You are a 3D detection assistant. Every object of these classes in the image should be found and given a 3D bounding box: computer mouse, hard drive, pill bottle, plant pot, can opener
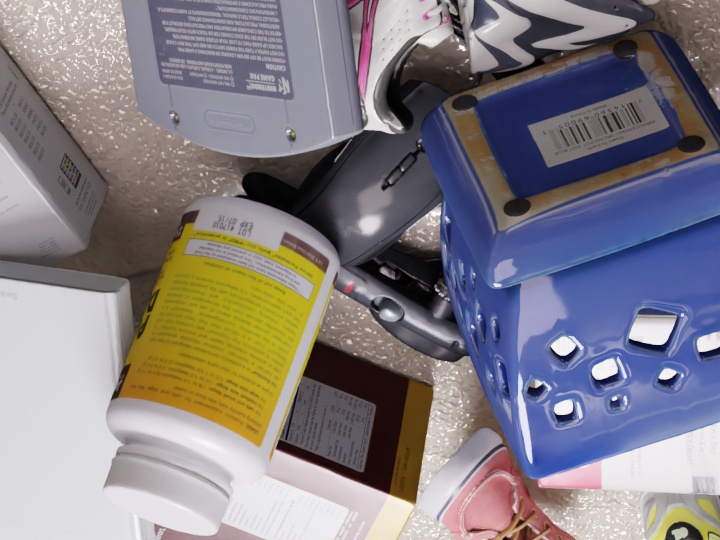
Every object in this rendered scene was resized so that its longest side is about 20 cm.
[{"bbox_3d":[0.016,-0.097,1.682,0.200,0.046,0.140,-39,101,15],"label":"computer mouse"},{"bbox_3d":[-0.203,0.094,1.737,0.132,0.026,0.201,8,117,24],"label":"hard drive"},{"bbox_3d":[-0.093,0.062,1.674,0.109,0.201,0.109,18,162,6],"label":"pill bottle"},{"bbox_3d":[0.150,-0.022,1.614,0.199,0.200,0.180,-19,128,-1],"label":"plant pot"},{"bbox_3d":[0.000,0.000,1.764,0.200,0.063,0.079,31,122,-13],"label":"can opener"}]

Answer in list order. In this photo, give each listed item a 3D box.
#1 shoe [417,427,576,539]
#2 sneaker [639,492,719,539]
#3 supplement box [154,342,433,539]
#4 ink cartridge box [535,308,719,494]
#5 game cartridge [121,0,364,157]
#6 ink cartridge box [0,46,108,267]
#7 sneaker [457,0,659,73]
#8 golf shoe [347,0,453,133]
[{"bbox_3d":[0.099,0.169,1.786,0.091,0.200,0.071,42,85,15],"label":"shoe"},{"bbox_3d":[0.238,0.236,1.876,0.075,0.077,0.200,-14,122,14],"label":"sneaker"},{"bbox_3d":[-0.083,0.154,1.834,0.199,0.133,0.198,22,124,-7],"label":"supplement box"},{"bbox_3d":[0.218,0.071,1.767,0.199,0.083,0.147,2,123,8],"label":"ink cartridge box"},{"bbox_3d":[-0.074,-0.138,1.622,0.200,0.041,0.134,12,111,48],"label":"game cartridge"},{"bbox_3d":[-0.302,-0.059,1.755,0.200,0.084,0.176,-25,117,22],"label":"ink cartridge box"},{"bbox_3d":[0.124,-0.193,1.564,0.129,0.080,0.199,-9,144,-3],"label":"sneaker"},{"bbox_3d":[0.024,-0.181,1.618,0.092,0.073,0.200,24,113,12],"label":"golf shoe"}]
